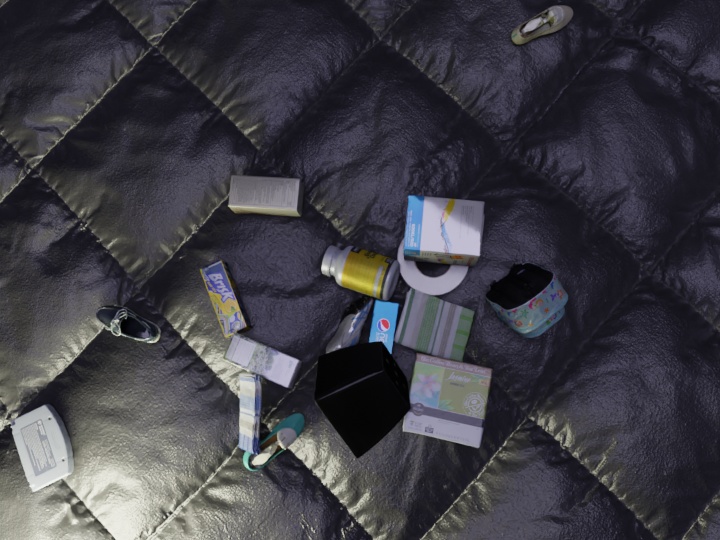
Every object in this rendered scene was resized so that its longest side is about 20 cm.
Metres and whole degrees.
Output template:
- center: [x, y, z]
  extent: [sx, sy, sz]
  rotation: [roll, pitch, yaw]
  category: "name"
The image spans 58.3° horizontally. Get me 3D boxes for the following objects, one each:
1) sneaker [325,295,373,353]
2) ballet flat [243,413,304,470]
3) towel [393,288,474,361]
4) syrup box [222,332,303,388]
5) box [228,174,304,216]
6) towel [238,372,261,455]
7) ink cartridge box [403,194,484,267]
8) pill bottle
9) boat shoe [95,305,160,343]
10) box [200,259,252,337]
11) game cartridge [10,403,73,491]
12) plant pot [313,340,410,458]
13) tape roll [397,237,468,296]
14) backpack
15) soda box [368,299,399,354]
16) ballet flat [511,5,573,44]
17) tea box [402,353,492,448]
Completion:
- center: [-0.021, 0.157, 1.742]
  extent: [0.072, 0.071, 0.202]
  rotation: [39, 75, -29]
  category: "sneaker"
- center: [-0.221, 0.458, 1.694]
  extent: [0.199, 0.070, 0.068]
  rotation: [-38, 109, -1]
  category: "ballet flat"
- center: [0.196, 0.149, 1.717]
  extent: [0.197, 0.031, 0.152]
  rotation: [19, 83, -12]
  category: "towel"
- center: [-0.259, 0.242, 1.730]
  extent: [0.197, 0.082, 0.080]
  rotation: [22, 80, 7]
  category: "syrup box"
- center: [-0.262, -0.208, 1.809]
  extent: [0.196, 0.078, 0.097]
  rotation: [5, 81, 5]
  category: "box"
- center: [-0.292, 0.369, 1.685]
  extent: [0.023, 0.146, 0.205]
  rotation: [3, 83, -28]
  category: "towel"
- center: [0.215, -0.100, 1.682]
  extent: [0.196, 0.147, 0.148]
  rotation: [5, 80, 5]
  category: "ink cartridge box"
- center: [0.000, 0.000, 1.733]
  extent: [0.196, 0.112, 0.114]
  rotation: [18, 82, 13]
  category: "pill bottle"
- center: [-0.651, 0.148, 1.786]
  extent: [0.197, 0.062, 0.076]
  rotation: [26, 85, 9]
  category: "boat shoe"
- center: [-0.369, 0.078, 1.776]
  extent: [0.069, 0.064, 0.203]
  rotation: [-23, 79, 0]
  category: "box"
- center: [-0.862, 0.477, 1.761]
  extent: [0.131, 0.041, 0.203]
  rotation: [-25, 80, 3]
  category: "game cartridge"
- center: [0.014, 0.295, 1.590]
  extent: [0.175, 0.201, 0.201]
  rotation: [-30, 110, 13]
  category: "plant pot"
- center: [0.198, -0.031, 1.765]
  extent: [0.198, 0.037, 0.207]
  rotation: [-1, 81, 4]
  category: "tape roll"
- center: [0.432, 0.077, 1.649]
  extent: [0.176, 0.200, 0.152]
  rotation: [-36, 100, -4]
  category: "backpack"
- center: [0.057, 0.186, 1.725]
  extent: [0.066, 0.064, 0.204]
  rotation: [8, 82, 6]
  category: "soda box"
- center: [0.524, -0.708, 1.840]
  extent: [0.198, 0.070, 0.070]
  rotation: [-29, 79, -1]
  category: "ballet flat"
- center: [0.220, 0.329, 1.653]
  extent: [0.196, 0.134, 0.201]
  rotation: [10, 81, 6]
  category: "tea box"
